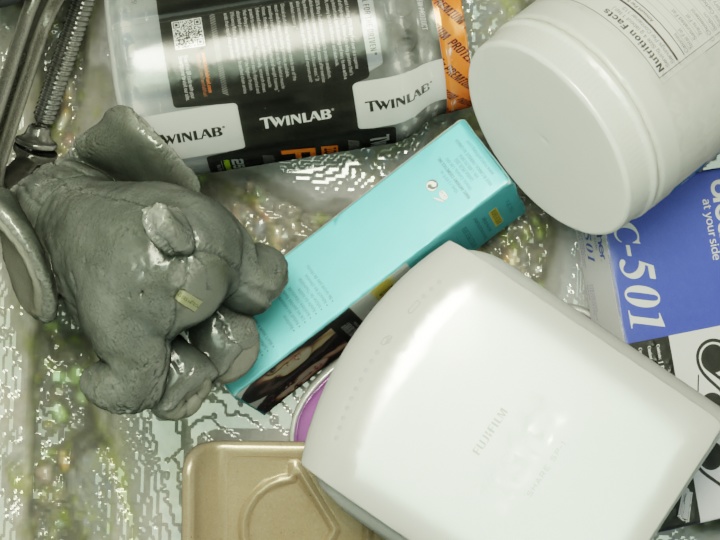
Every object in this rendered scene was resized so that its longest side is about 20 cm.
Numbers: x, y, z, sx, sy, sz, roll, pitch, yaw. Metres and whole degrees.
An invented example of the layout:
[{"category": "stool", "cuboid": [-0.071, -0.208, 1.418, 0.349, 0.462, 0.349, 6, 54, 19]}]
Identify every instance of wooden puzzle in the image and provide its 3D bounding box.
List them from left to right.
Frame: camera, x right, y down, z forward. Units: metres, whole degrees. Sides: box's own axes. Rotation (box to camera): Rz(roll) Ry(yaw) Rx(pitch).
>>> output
[{"category": "wooden puzzle", "cuboid": [-0.005, 0.188, 1.312, 0.199, 0.046, 0.186, 0, 100, -6]}]

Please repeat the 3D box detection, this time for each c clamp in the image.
[{"category": "c clamp", "cuboid": [-0.173, -0.124, 1.283, 0.027, 0.171, 0.201, 23, 103, 3]}]

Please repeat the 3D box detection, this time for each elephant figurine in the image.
[{"category": "elephant figurine", "cuboid": [-0.150, -0.017, 1.220, 0.200, 0.141, 0.156, 38, 114, 30]}]

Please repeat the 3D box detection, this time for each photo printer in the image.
[{"category": "photo printer", "cuboid": [0.078, 0.093, 1.243, 0.200, 0.069, 0.167, 35, 88, 1]}]

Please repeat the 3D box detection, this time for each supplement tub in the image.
[{"category": "supplement tub", "cuboid": [-0.040, -0.125, 1.285, 0.199, 0.123, 0.123, -9, 90, 0]}, {"category": "supplement tub", "cuboid": [0.173, -0.126, 1.256, 0.200, 0.132, 0.132, -38, 90, -21]}]

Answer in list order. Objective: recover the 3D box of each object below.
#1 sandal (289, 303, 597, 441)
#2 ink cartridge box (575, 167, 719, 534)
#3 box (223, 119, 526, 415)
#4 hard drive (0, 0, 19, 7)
[{"category": "sandal", "cuboid": [0.051, 0.067, 1.319, 0.202, 0.050, 0.083, -23, 90, -1]}, {"category": "ink cartridge box", "cuboid": [0.188, 0.045, 1.313, 0.094, 0.044, 0.201, -10, 89, -19]}, {"category": "box", "cuboid": [0.000, 0.000, 1.295, 0.200, 0.082, 0.049, -38, 75, 2]}, {"category": "hard drive", "cuboid": [-0.201, -0.208, 1.252, 0.042, 0.200, 0.136, 22, 89, -21]}]
